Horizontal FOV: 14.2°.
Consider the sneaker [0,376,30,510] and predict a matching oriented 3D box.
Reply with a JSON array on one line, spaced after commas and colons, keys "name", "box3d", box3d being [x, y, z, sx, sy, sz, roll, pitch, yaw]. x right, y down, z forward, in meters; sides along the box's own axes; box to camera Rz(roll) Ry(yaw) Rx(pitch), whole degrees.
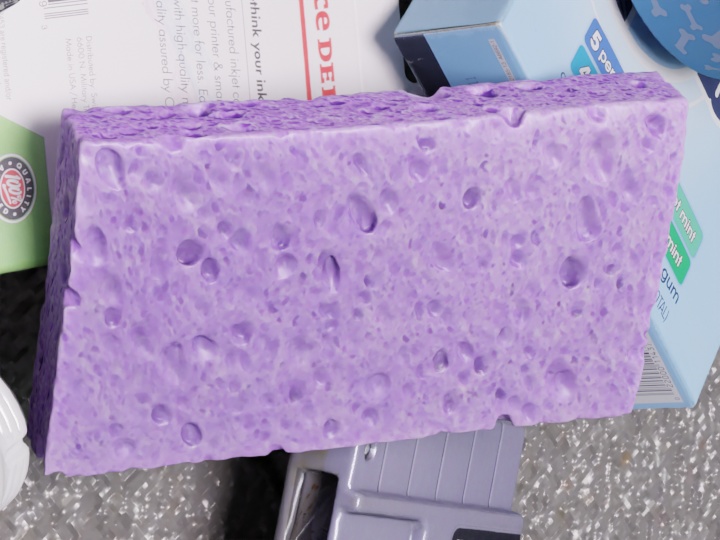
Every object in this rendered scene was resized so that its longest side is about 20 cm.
[{"name": "sneaker", "box3d": [-0.192, 0.054, 0.760, 0.199, 0.090, 0.079, 0, 117, 5]}]

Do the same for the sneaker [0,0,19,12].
[{"name": "sneaker", "box3d": [-0.179, -0.107, 0.752, 0.199, 0.080, 0.077, 10, 95, -23]}]

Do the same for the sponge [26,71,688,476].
[{"name": "sponge", "box3d": [0.000, 0.000, 0.879, 0.199, 0.030, 0.112, -5, 120, -22]}]

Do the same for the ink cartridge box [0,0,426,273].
[{"name": "ink cartridge box", "box3d": [-0.065, -0.069, 0.906, 0.199, 0.067, 0.118, -10, 99, -36]}]

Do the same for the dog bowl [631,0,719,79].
[{"name": "dog bowl", "box3d": [0.113, -0.154, 0.939, 0.111, 0.049, 0.201, -19, 92, -46]}]

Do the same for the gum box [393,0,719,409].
[{"name": "gum box", "box3d": [0.099, -0.083, 0.997, 0.170, 0.044, 0.200, 60, 42, -33]}]

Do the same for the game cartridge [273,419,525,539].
[{"name": "game cartridge", "box3d": [0.005, 0.143, 0.976, 0.129, 0.038, 0.201, 14, 86, -56]}]
